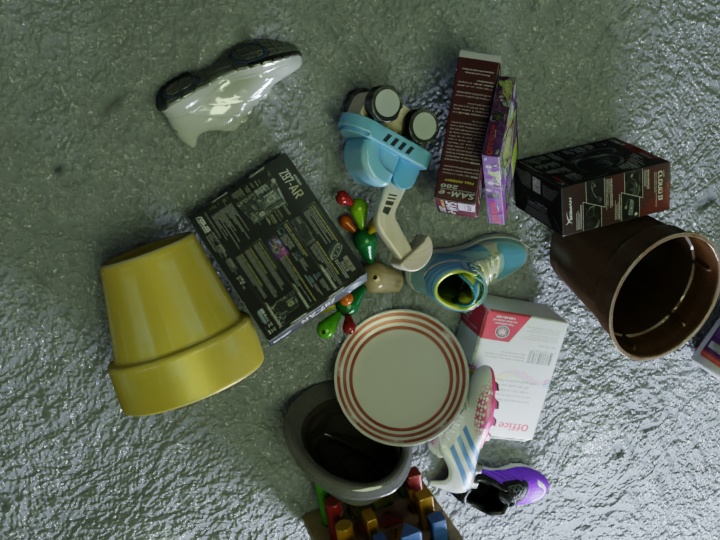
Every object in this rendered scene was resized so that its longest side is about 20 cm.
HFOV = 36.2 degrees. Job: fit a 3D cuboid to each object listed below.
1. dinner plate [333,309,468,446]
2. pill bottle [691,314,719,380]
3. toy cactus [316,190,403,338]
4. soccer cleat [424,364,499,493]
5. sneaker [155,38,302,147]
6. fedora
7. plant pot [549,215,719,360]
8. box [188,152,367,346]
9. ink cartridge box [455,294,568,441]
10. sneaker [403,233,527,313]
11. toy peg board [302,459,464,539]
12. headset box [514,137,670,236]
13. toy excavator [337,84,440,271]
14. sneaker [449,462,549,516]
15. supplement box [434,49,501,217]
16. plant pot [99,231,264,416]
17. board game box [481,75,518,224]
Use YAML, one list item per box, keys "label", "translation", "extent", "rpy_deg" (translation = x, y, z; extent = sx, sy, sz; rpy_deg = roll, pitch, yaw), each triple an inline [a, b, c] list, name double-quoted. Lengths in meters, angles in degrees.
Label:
- label: "dinner plate"
  translation: [0.059, 0.157, 1.607]
  extent: [0.196, 0.024, 0.204]
  rpy_deg: [0, 72, 0]
- label: "pill bottle"
  translation: [0.649, 0.097, 1.825]
  extent: [0.111, 0.111, 0.202]
  rpy_deg: [30, 97, -27]
- label: "toy cactus"
  translation: [0.000, 0.000, 1.548]
  extent: [0.163, 0.101, 0.204]
  rpy_deg: [12, 83, -42]
- label: "soccer cleat"
  translation: [0.146, 0.234, 1.613]
  extent: [0.085, 0.070, 0.203]
  rpy_deg: [8, 105, -11]
- label: "sneaker"
  translation: [-0.163, -0.232, 1.421]
  extent: [0.198, 0.075, 0.088]
  rpy_deg: [-26, 128, -3]
- label: "fedora"
  translation: [-0.019, 0.266, 1.610]
  extent: [0.177, 0.199, 0.091]
  rpy_deg: [-42, 155, -37]
- label: "plant pot"
  translation: [0.393, -0.004, 1.629]
  extent: [0.197, 0.198, 0.203]
  rpy_deg: [-12, 121, -21]
- label: "box"
  translation: [-0.109, -0.029, 1.458]
  extent: [0.159, 0.044, 0.201]
  rpy_deg: [-34, 80, -7]
- label: "ink cartridge box"
  translation: [0.214, 0.147, 1.688]
  extent: [0.145, 0.086, 0.203]
  rpy_deg: [10, 107, -22]
- label: "sneaker"
  translation: [0.174, 0.009, 1.596]
  extent: [0.197, 0.131, 0.081]
  rpy_deg: [-14, 112, -16]
- label: "toy peg board"
  translation: [0.029, 0.361, 1.626]
  extent: [0.197, 0.199, 0.099]
  rpy_deg: [-18, 118, -14]
- label: "headset box"
  translation: [0.343, -0.127, 1.603]
  extent: [0.197, 0.149, 0.078]
  rpy_deg: [-13, 114, -17]
- label: "toy excavator"
  translation: [0.037, -0.124, 1.488]
  extent: [0.193, 0.100, 0.203]
  rpy_deg: [26, 85, -25]
- label: "sneaker"
  translation: [0.226, 0.358, 1.760]
  extent: [0.197, 0.100, 0.071]
  rpy_deg: [10, 107, -24]
- label: "supplement box"
  translation: [0.146, -0.182, 1.489]
  extent: [0.060, 0.109, 0.204]
  rpy_deg: [9, 84, 8]
- label: "plant pot"
  translation: [-0.245, 0.060, 1.427]
  extent: [0.198, 0.201, 0.192]
  rpy_deg: [-20, 100, -13]
- label: "board game box"
  translation: [0.193, -0.160, 1.503]
  extent: [0.032, 0.201, 0.122]
  rpy_deg: [5, 68, 11]
